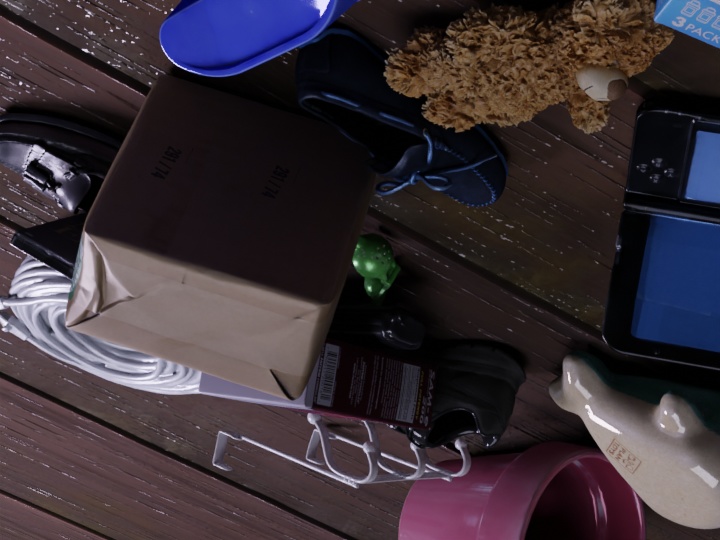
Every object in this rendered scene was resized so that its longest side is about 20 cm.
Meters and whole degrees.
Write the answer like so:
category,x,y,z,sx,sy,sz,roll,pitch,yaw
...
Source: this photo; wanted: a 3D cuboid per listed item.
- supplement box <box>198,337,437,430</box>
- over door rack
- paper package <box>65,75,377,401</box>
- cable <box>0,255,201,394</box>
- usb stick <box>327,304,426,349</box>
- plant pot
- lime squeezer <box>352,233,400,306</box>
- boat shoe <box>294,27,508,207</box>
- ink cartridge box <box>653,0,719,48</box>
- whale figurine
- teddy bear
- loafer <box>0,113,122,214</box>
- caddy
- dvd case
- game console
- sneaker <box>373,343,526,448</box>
category,x,y,z,sx,sy,sz,roll,pitch,yaw
supplement box,-0.031,0.089,1.593,0.109,0.061,0.200,5,173,32
over door rack,-0.018,0.158,1.780,0.200,0.067,0.147,2,178,42
paper package,-0.098,-0.029,1.408,0.190,0.200,0.104,17,133,-1
cable,-0.209,0.040,1.691,0.200,0.069,0.200,36,150,-28
usb stick,-0.028,0.047,1.642,0.200,0.033,0.055,0,165,46
plant pot,0.143,0.254,1.814,0.179,0.200,0.200,6,152,45
lime squeezer,0.000,0.000,1.587,0.070,0.038,0.200,1,148,21
boat shoe,0.022,-0.093,1.392,0.200,0.069,0.084,31,146,-26
ink cartridge box,0.267,-0.201,1.112,0.115,0.068,0.200,20,149,-10
whale figurine,0.261,0.131,1.657,0.200,0.104,0.159,36,153,12
teddy bear,0.111,-0.132,1.289,0.199,0.067,0.145,-1,148,21
loafer,-0.207,-0.067,1.538,0.199,0.063,0.072,19,151,-8
caddy,-0.064,-0.211,1.207,0.200,0.105,0.142,-18,115,43
dvd case,-0.174,-0.002,1.521,0.148,0.016,0.200,29,-168,8
game console,0.282,-0.017,1.361,0.199,0.117,0.176,9,149,8
sneaker,0.043,0.111,1.699,0.199,0.091,0.076,1,149,24
